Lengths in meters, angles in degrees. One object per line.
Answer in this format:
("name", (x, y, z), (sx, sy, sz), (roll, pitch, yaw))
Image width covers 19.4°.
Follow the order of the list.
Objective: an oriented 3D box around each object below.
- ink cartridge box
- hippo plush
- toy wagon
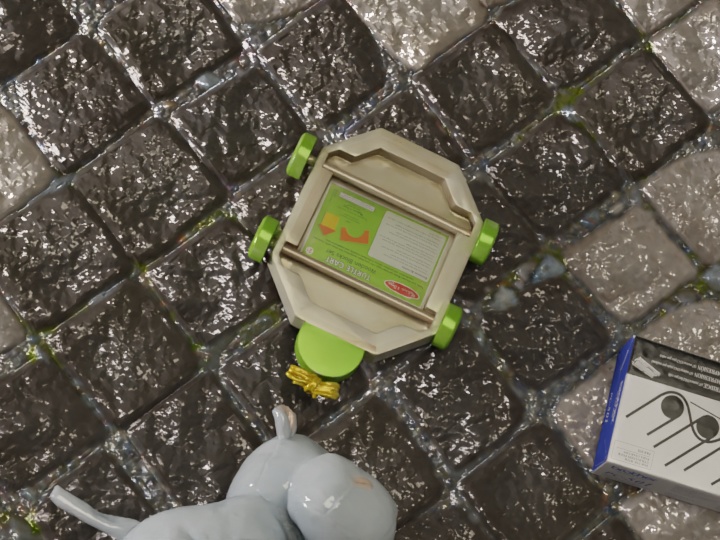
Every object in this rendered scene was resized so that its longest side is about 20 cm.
("ink cartridge box", (0.269, 0.122, 1.468), (0.198, 0.044, 0.095), (17, 72, -4))
("hippo plush", (-0.062, 0.190, 1.360), (0.199, 0.160, 0.160), (17, 40, 40))
("toy wagon", (0.000, 0.000, 1.465), (0.154, 0.040, 0.201), (25, 70, -1))
